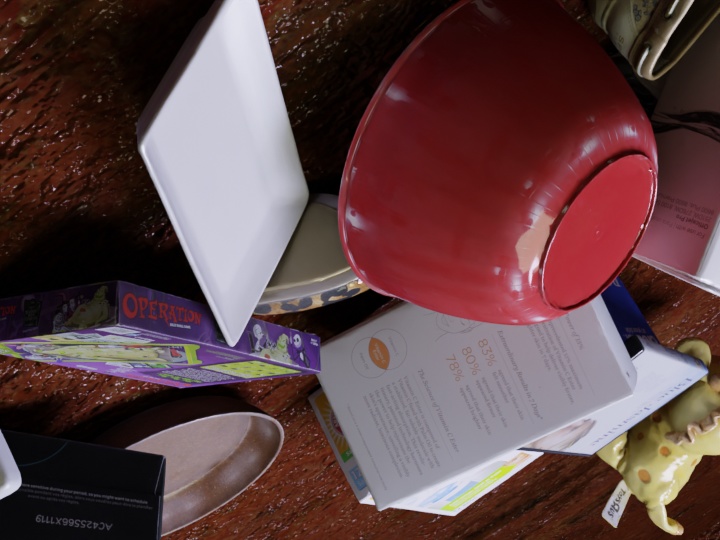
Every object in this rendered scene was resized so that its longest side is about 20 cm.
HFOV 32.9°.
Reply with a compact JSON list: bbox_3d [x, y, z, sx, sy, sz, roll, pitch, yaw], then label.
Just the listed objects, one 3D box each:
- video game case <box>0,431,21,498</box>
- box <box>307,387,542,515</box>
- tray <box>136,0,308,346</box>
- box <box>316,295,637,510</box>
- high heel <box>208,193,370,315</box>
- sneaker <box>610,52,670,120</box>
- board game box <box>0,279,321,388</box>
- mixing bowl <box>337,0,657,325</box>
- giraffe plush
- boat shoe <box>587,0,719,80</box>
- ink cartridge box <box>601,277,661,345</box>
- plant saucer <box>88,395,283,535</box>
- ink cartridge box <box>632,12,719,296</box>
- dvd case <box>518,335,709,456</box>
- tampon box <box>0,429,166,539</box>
[{"bbox_3d":[-0.248,0.031,0.449,0.180,0.202,0.023,-27,174,-4],"label":"video game case"},{"bbox_3d":[0.060,0.134,1.051,0.112,0.102,0.199,-37,153,14],"label":"box"},{"bbox_3d":[-0.070,-0.051,0.628,0.201,0.022,0.108,77,36,-60],"label":"tray"},{"bbox_3d":[0.082,0.067,0.873,0.198,0.126,0.097,-27,176,15],"label":"box"},{"bbox_3d":[0.000,0.000,0.791,0.198,0.072,0.143,-29,156,-9],"label":"high heel"},{"bbox_3d":[0.234,-0.116,0.835,0.198,0.070,0.095,28,78,-36],"label":"sneaker"},{"bbox_3d":[-0.123,0.042,0.727,0.118,0.033,0.199,-13,163,27],"label":"board game box"},{"bbox_3d":[0.095,-0.047,0.685,0.199,0.108,0.202,-30,139,-31],"label":"mixing bowl"},{"bbox_3d":[0.312,0.140,1.184,0.171,0.201,0.162,34,131,-13],"label":"giraffe plush"},{"bbox_3d":[0.218,-0.192,0.678,0.200,0.063,0.073,-44,150,26],"label":"boat shoe"},{"bbox_3d":[0.171,0.043,1.013,0.198,0.095,0.044,7,138,-50],"label":"ink cartridge box"},{"bbox_3d":[-0.155,0.154,0.945,0.198,0.035,0.201,-23,152,-13],"label":"plant saucer"},{"bbox_3d":[0.254,-0.080,0.756,0.143,0.084,0.203,19,95,-40],"label":"ink cartridge box"},{"bbox_3d":[0.215,0.114,1.053,0.142,0.018,0.199,-40,154,19],"label":"dvd case"},{"bbox_3d":[-0.223,0.217,0.824,0.147,0.128,0.201,10,141,-15],"label":"tampon box"}]
